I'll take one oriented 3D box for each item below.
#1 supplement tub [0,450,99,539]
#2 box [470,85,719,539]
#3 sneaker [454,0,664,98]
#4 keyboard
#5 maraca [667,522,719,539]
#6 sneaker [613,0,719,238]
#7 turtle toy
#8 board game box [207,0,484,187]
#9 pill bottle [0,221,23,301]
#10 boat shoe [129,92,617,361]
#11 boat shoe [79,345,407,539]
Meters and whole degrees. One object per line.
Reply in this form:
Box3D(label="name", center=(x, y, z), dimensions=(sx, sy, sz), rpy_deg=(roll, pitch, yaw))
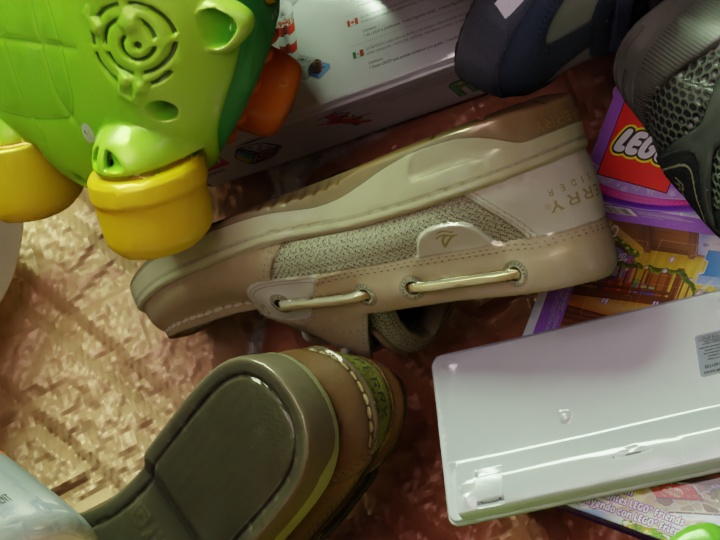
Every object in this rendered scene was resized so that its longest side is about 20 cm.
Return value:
Box3D(label="supplement tub", center=(-0.188, 0.079, 0.806), dimensions=(0.200, 0.122, 0.123), rpy_deg=(34, 91, 26))
Box3D(label="box", center=(0.147, 0.032, 0.765), dimensions=(0.199, 0.039, 0.138), rpy_deg=(18, 84, 30))
Box3D(label="sneaker", center=(0.119, -0.109, 0.779), dimensions=(0.200, 0.070, 0.082), rpy_deg=(-41, 72, -14))
Box3D(label="keyboard", center=(0.115, 0.032, 0.755), dimensions=(0.199, 0.011, 0.057), rpy_deg=(-14, 63, 22))
Box3D(label="maraca", center=(0.046, 0.147, 0.741), dimensions=(0.199, 0.107, 0.138), rpy_deg=(-17, 66, 21))
Box3D(label="sneaker", center=(0.176, -0.068, 0.714), dimensions=(0.199, 0.076, 0.115), rpy_deg=(-35, 58, 18))
Box3D(label="turtle toy", center=(-0.092, -0.094, 0.839), dimensions=(0.199, 0.101, 0.147), rpy_deg=(15, 125, 49))
Box3D(label="board game box", center=(0.017, -0.120, 0.880), dimensions=(0.199, 0.035, 0.127), rpy_deg=(-17, 68, 21))
Box3D(label="pill bottle", center=(-0.229, -0.027, 0.930), dimensions=(0.199, 0.111, 0.112), rpy_deg=(10, 79, 29))
Box3D(label="boat shoe", center=(0.000, 0.000, 0.817), dimensions=(0.199, 0.072, 0.065), rpy_deg=(-19, 93, 42))
Box3D(label="boat shoe", center=(-0.057, 0.098, 0.833), dimensions=(0.200, 0.068, 0.072), rpy_deg=(-40, 70, 34))
